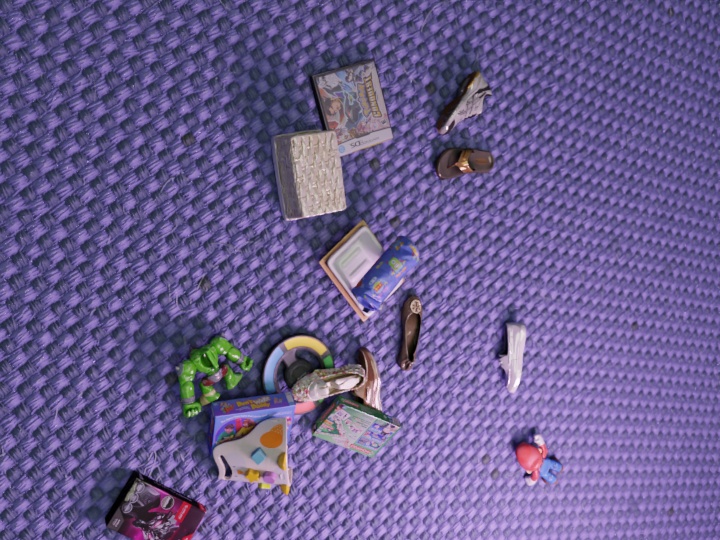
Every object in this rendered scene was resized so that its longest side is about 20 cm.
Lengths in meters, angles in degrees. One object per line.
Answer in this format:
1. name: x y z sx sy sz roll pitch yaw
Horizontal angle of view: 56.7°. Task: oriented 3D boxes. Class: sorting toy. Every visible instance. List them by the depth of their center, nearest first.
1. sorting toy: -0.256 0.457 1.581 0.174 0.108 0.204 -2 129 -2

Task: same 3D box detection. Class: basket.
1. basket: -0.121 -0.227 1.572 0.132 0.123 0.206 -13 101 -24

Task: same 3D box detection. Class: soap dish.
1. soap dish: 0.000 0.000 1.682 0.157 0.081 0.202 -43 112 -15

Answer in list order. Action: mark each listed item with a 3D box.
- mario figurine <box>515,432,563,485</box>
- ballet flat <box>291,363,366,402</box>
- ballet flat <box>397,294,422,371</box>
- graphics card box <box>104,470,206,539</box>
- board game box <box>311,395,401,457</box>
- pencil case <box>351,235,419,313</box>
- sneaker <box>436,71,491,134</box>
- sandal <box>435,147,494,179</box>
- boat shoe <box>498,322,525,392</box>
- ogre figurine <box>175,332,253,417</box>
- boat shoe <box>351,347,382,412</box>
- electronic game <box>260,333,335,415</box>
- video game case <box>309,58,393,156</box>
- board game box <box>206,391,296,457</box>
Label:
1. mario figurine: 0.531 0.575 2.030 0.199 0.105 0.126 37 44 -35
2. ballet flat: -0.074 0.278 1.643 0.195 0.064 0.078 -16 108 -20
3. ballet flat: 0.137 0.169 1.789 0.066 0.046 0.206 8 93 -27
4. graphics card box: -0.470 0.565 1.538 0.199 0.051 0.127 38 80 -24
5. board game box: -0.011 0.404 1.717 0.197 0.029 0.135 27 119 -26
6. pencil case: 0.064 0.011 1.625 0.086 0.078 0.201 40 78 6
7. sneaker: 0.283 -0.429 1.771 0.087 0.075 0.202 40 79 -24
8. sandal: 0.290 -0.290 1.803 0.195 0.054 0.084 -4 98 -26
9. boat shoe: 0.433 0.251 1.936 0.066 0.072 0.206 6 101 -4
10. ogre figurine: -0.343 0.229 1.533 0.197 0.098 0.122 -29 111 -18
11. boat shoe: 0.010 0.303 1.729 0.070 0.075 0.206 -10 99 -22
12. electronic game: -0.153 0.259 1.661 0.195 0.041 0.206 -3 98 -26
13. video game case: -0.019 -0.402 1.655 0.177 0.025 0.205 -22 105 -22
14. board game box: -0.260 0.366 1.587 0.195 0.045 0.137 -3 126 -26
